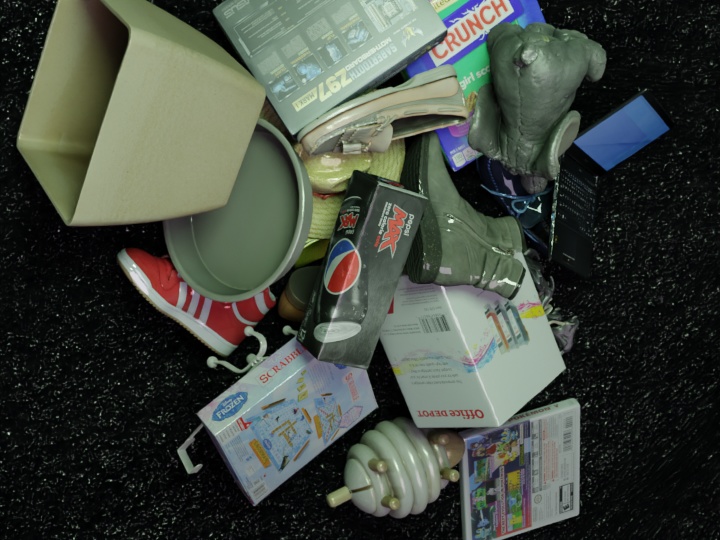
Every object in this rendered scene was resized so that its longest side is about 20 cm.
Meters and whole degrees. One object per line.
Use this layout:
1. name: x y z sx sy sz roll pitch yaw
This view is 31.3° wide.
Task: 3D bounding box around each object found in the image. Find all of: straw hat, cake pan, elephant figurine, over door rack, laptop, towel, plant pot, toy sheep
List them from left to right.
1. plant pot: -0.214 -0.164 1.299 0.176 0.200 0.202 8 114 -35
2. cake pan: -0.130 -0.066 1.388 0.037 0.200 0.201 7 117 -55
3. over door rack: -0.128 0.145 1.537 0.147 0.067 0.201 1 127 -50
4. straw hat: -0.036 -0.124 1.411 0.199 0.085 0.204 -2 98 -13
5. towel: 0.012 -0.053 1.517 0.198 0.018 0.086 -23 162 -9
6. toy sheep: 0.046 0.256 1.653 0.198 0.138 0.139 -16 122 -21
7. elephant figurine: 0.186 -0.158 1.392 0.154 0.141 0.202 -1 114 -27
8. laptop: 0.302 -0.097 1.536 0.177 0.102 0.203 18 77 -64

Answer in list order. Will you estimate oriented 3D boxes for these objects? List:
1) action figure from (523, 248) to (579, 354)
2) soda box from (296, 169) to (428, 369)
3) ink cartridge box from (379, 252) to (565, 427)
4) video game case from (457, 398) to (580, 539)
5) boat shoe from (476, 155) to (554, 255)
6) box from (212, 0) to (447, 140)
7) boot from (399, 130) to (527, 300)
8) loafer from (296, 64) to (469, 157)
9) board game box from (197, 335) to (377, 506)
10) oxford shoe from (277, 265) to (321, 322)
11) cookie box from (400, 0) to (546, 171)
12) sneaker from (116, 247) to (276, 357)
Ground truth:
1. action figure: 0.197 0.034 1.609 0.102 0.119 0.200 -42 130 -4
2. soda box: 0.000 0.000 1.384 0.070 0.063 0.202 13 101 -30
3. ink cartridge box: 0.120 0.066 1.515 0.144 0.145 0.202 -32 106 -38
4. video game case: 0.225 0.287 1.809 0.180 0.023 0.202 -14 122 -15
5. boat shoe: 0.218 -0.086 1.579 0.084 0.069 0.200 -45 123 5
6. box: -0.031 -0.257 1.347 0.199 0.051 0.158 -34 87 2
7. boot: 0.114 -0.060 1.423 0.129 0.202 0.068 8 149 -18
8. loafer: 0.030 -0.156 1.351 0.199 0.072 0.063 -26 84 -24
9. board game box: -0.079 0.163 1.510 0.199 0.041 0.201 -37 149 -14
10. oxford shoe: -0.011 0.034 1.565 0.198 0.072 0.071 3 147 -28
11. cookie box: 0.128 -0.245 1.454 0.170 0.075 0.201 -31 123 -2
12. sneaker: -0.179 0.008 1.467 0.112 0.071 0.200 -42 131 8
